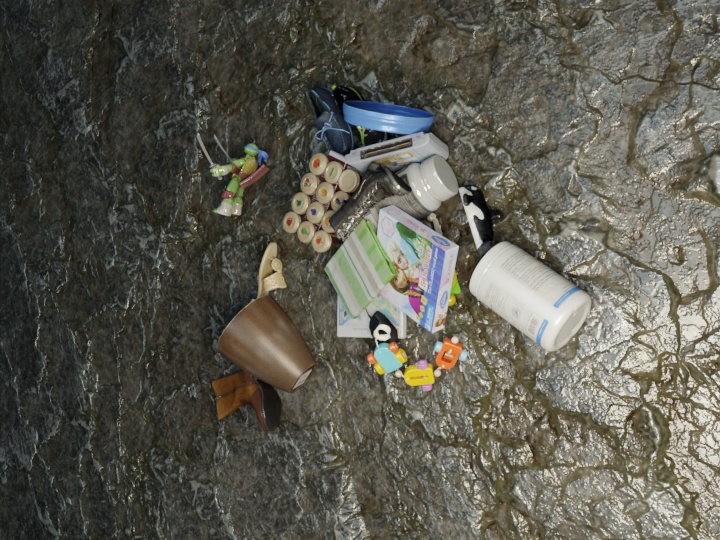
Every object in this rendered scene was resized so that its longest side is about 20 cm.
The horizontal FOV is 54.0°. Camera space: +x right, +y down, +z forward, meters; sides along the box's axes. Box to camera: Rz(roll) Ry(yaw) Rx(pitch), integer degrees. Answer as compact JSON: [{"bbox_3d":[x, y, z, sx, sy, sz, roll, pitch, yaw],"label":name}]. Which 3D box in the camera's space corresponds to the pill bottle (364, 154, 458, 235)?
[{"bbox_3d":[0.104,-0.162,1.532,0.200,0.114,0.114,-28,71,30],"label":"pill bottle"}]

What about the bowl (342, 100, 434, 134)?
[{"bbox_3d":[0.059,-0.331,1.532,0.200,0.200,0.040,22,114,34],"label":"bowl"}]

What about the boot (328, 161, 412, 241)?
[{"bbox_3d":[0.012,-0.131,1.457,0.174,0.069,0.200,-52,23,2],"label":"boot"}]

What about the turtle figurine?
[{"bbox_3d":[-0.351,-0.249,1.841,0.144,0.199,0.195,-140,63,-66],"label":"turtle figurine"}]

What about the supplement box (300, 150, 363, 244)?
[{"bbox_3d":[-0.058,-0.167,1.648,0.061,0.109,0.201,29,101,31],"label":"supplement box"}]

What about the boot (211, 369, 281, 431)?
[{"bbox_3d":[-0.300,0.339,1.795,0.200,0.068,0.189,-29,71,30],"label":"boot"}]

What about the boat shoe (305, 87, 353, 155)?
[{"bbox_3d":[-0.083,-0.353,1.699,0.084,0.068,0.200,-51,55,37],"label":"boat shoe"}]

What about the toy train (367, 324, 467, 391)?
[{"bbox_3d":[0.118,0.173,1.503,0.199,0.056,0.151,17,118,0],"label":"toy train"}]

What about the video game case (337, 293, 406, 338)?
[{"bbox_3d":[0.024,0.054,1.624,0.182,0.022,0.201,-2,84,34],"label":"video game case"}]

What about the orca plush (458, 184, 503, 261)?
[{"bbox_3d":[0.253,-0.109,1.429,0.071,0.105,0.200,-17,32,10],"label":"orca plush"}]

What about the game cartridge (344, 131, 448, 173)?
[{"bbox_3d":[0.084,-0.248,1.540,0.199,0.133,0.042,-10,73,27],"label":"game cartridge"}]

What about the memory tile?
[{"bbox_3d":[-0.091,-0.153,1.594,0.153,0.017,0.201,34,104,31],"label":"memory tile"}]

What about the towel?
[{"bbox_3d":[0.000,0.000,1.554,0.200,0.031,0.150,-48,63,47],"label":"towel"}]

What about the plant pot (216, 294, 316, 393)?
[{"bbox_3d":[-0.207,0.194,1.694,0.200,0.187,0.187,41,109,15],"label":"plant pot"}]

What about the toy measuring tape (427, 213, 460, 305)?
[{"bbox_3d":[0.156,-0.019,1.501,0.073,0.073,0.201,-21,82,31],"label":"toy measuring tape"}]

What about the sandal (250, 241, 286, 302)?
[{"bbox_3d":[-0.219,0.037,1.776,0.069,0.078,0.212,23,106,14],"label":"sandal"}]

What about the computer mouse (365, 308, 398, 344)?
[{"bbox_3d":[0.026,0.096,1.592,0.200,0.034,0.059,54,139,30],"label":"computer mouse"}]

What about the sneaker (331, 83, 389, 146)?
[{"bbox_3d":[-0.012,-0.356,1.648,0.072,0.083,0.200,-46,63,23],"label":"sneaker"}]

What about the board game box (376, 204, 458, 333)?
[{"bbox_3d":[0.107,-0.004,1.468,0.199,0.041,0.201,36,133,40],"label":"board game box"}]

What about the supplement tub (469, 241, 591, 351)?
[{"bbox_3d":[0.324,0.048,1.352,0.200,0.132,0.132,40,108,31],"label":"supplement tub"}]
